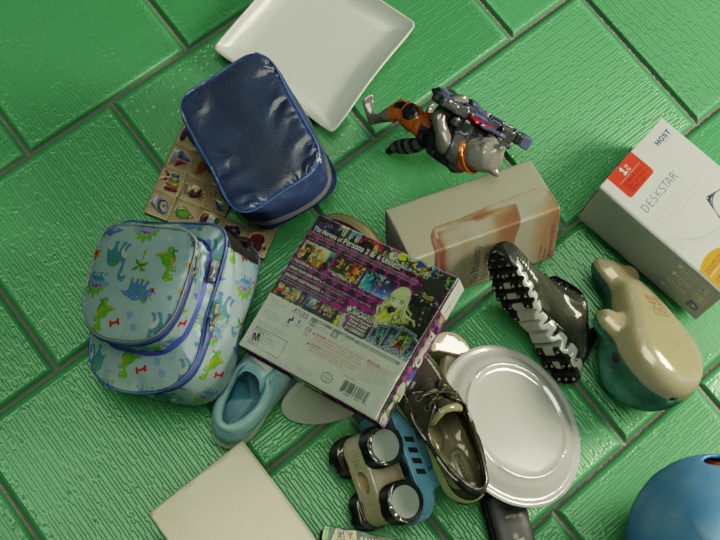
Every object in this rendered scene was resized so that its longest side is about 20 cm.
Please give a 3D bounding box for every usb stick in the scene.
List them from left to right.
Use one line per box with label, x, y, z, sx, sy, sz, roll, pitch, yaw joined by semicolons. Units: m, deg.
usb stick;0.187;0.351;1.277;0.055;0.033;0.203;-11;72;-13

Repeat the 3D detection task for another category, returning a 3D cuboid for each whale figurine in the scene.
whale figurine;0.331;0.081;1.353;0.157;0.104;0.202;11;45;-36

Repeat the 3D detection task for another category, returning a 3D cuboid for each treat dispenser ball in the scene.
treat dispenser ball;0.393;0.305;1.223;0.197;0.201;0.204;2;71;-5

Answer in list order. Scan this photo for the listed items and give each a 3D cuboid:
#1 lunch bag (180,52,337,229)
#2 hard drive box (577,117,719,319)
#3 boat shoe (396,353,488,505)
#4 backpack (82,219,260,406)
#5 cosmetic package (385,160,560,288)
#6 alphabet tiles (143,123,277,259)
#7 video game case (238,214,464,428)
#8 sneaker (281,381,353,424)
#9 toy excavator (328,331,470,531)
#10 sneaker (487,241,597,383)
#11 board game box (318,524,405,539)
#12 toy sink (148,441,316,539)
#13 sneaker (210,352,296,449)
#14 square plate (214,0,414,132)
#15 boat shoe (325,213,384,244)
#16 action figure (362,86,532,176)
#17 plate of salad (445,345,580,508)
lunch bag;-0.125;-0.159;1.360;0.135;0.132;0.202;-28;77;3
hard drive box;0.402;-0.067;1.401;0.199;0.077;0.156;41;63;8
boat shoe;0.089;0.157;1.216;0.073;0.065;0.202;-26;79;-22
backpack;-0.227;0.045;1.265;0.180;0.147;0.203;4;79;27
cosmetic package;0.136;-0.044;1.358;0.197;0.104;0.088;-20;56;-10
alphabet tiles;-0.163;-0.132;1.418;0.165;0.008;0.202;21;71;2
video game case;-0.012;0.052;1.237;0.198;0.036;0.183;24;75;28
sneaker;-0.008;0.108;1.328;0.199;0.100;0.071;-33;114;13
toy excavator;0.065;0.187;1.295;0.198;0.100;0.197;-14;80;-33
sneaker;0.226;0.035;1.346;0.091;0.066;0.201;-45;110;-28
board game box;0.051;0.317;1.238;0.197;0.105;0.024;11;74;-1
toy sink;-0.120;0.316;1.219;0.130;0.112;0.201;-36;73;-15
sneaker;-0.109;0.117;1.301;0.073;0.082;0.202;27;71;3
square plate;-0.060;-0.307;1.474;0.197;0.028;0.201;35;72;7
boat shoe;0.000;0.000;1.321;0.072;0.073;0.200;-36;50;-17
action figure;0.119;-0.161;1.379;0.198;0.193;0.106;18;100;-40
plate of salad;0.175;0.185;1.308;0.197;0.048;0.203;15;55;-23
